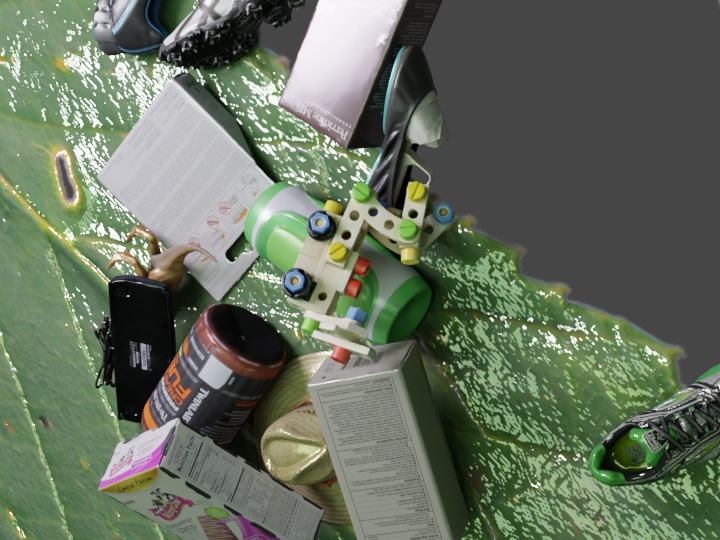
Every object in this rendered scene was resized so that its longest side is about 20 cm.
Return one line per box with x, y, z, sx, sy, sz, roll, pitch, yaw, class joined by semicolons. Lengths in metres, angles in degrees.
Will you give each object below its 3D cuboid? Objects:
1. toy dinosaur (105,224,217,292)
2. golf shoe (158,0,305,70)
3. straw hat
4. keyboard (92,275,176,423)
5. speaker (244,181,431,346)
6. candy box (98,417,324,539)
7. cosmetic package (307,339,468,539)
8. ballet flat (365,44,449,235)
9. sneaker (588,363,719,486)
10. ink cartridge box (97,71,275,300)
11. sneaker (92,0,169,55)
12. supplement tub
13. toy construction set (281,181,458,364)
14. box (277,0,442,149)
-0.218;-0.005;1.588;0.106;0.061;0.200;34;141;-1;toy dinosaur
-0.139;-0.285;1.523;0.199;0.077;0.095;-26;65;30;golf shoe
-0.055;0.186;1.509;0.199;0.085;0.204;4;97;32;straw hat
-0.251;0.085;1.625;0.103;0.040;0.202;11;122;12;keyboard
-0.025;-0.008;1.466;0.199;0.088;0.089;37;113;22;speaker
-0.156;0.241;1.506;0.199;0.061;0.136;36;145;-22;candy box
0.030;0.180;1.421;0.102;0.073;0.202;-10;109;20;cosmetic package
0.050;-0.123;1.423;0.068;0.068;0.202;24;119;17;ballet flat
0.293;0.146;1.285;0.199;0.085;0.079;-37;76;29;sneaker
-0.175;-0.093;1.587;0.200;0.050;0.161;44;117;0;ink cartridge box
-0.250;-0.341;1.588;0.081;0.073;0.202;3;103;15;sneaker
-0.171;0.141;1.564;0.107;0.107;0.201;43;115;20;supplement tub
0.000;0.000;1.366;0.130;0.092;0.201;21;63;11;toy construction set
0.004;-0.233;1.430;0.100;0.075;0.202;32;113;25;box
